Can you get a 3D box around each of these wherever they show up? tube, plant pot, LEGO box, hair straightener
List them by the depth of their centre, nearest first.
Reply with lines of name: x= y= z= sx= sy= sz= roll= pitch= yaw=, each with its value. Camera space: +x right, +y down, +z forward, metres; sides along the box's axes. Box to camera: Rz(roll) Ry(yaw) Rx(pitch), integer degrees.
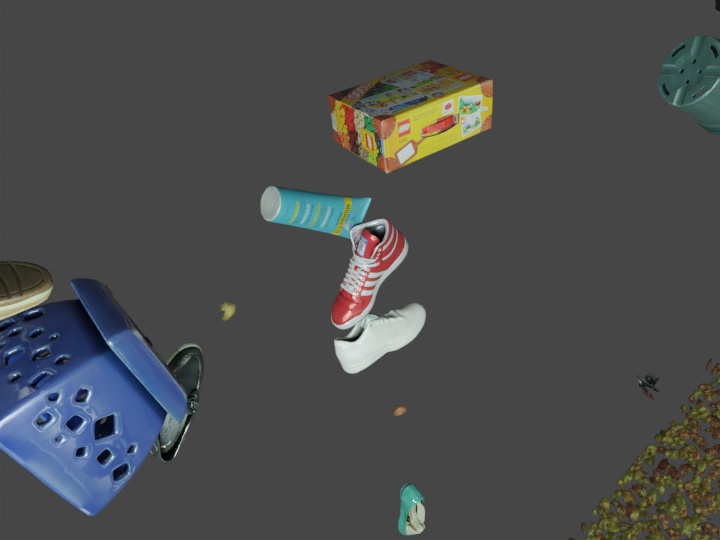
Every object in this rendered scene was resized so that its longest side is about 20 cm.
plant pot: x=-0.348 y=0.143 z=0.731 sx=0.179 sy=0.199 sz=0.202 roll=-39 pitch=133 yaw=-20
LEGO box: x=0.074 y=-0.236 z=0.857 sx=0.198 sy=0.149 sz=0.078 roll=-26 pitch=130 yaw=-23
tube: x=-0.066 y=-0.093 z=0.912 sx=0.198 sy=0.050 sz=0.078 roll=4 pitch=124 yaw=-46
plant pot: x=0.789 y=-0.423 z=1.284 sx=0.193 sy=0.200 sz=0.203 roll=4 pitch=114 yaw=-31
hair straightener: x=1.053 y=0.409 z=2.098 sx=0.199 sy=0.041 sz=0.077 roll=35 pitch=92 yaw=-40

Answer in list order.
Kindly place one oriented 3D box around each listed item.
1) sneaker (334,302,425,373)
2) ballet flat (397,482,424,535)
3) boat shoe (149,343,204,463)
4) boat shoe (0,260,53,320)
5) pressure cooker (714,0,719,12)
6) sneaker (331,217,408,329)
sneaker: x=0.038 y=0.109 z=1.100 sx=0.198 sy=0.075 sz=0.089 roll=-34 pitch=120 yaw=-15
ballet flat: x=0.136 y=0.642 z=1.493 sx=0.067 sy=0.070 sz=0.203 roll=-22 pitch=128 yaw=-26
boat shoe: x=-0.288 y=0.215 z=0.905 sx=0.074 sy=0.066 sz=0.202 roll=17 pitch=104 yaw=-42
boat shoe: x=-0.466 y=0.045 z=0.673 sx=0.197 sy=0.072 sz=0.077 roll=-11 pitch=137 yaw=-24
pressure cooker: x=0.855 y=-0.621 z=1.213 sx=0.174 sy=0.178 sz=0.203 roll=-29 pitch=130 yaw=-24
sneaker: x=0.000 y=0.000 z=0.986 sx=0.201 sy=0.071 sz=0.113 roll=-55 pitch=149 yaw=-8
